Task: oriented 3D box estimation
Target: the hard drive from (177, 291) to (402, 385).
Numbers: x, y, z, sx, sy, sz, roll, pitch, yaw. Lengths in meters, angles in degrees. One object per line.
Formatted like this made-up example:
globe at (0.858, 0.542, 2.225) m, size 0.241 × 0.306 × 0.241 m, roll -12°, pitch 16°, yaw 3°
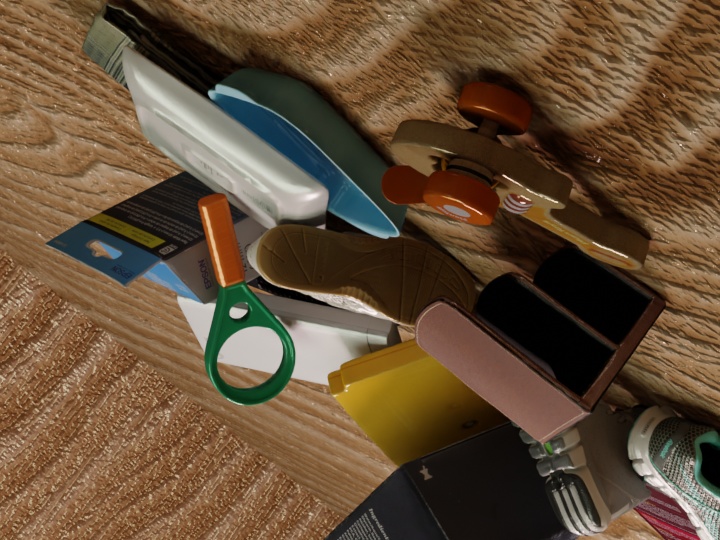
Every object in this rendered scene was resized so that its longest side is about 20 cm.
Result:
hard drive at (-0.057, 0.064, 1.789) m, size 0.200 × 0.027 × 0.132 m, roll 11°, pitch 154°, yaw 17°

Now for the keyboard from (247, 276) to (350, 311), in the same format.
keyboard at (-0.066, 0.022, 1.814) m, size 0.200 × 0.040 × 0.104 m, roll 20°, pitch 150°, yaw 51°

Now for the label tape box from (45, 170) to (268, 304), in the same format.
label tape box at (-0.158, -0.026, 1.759) m, size 0.143 × 0.200 × 0.066 m, roll 22°, pitch 135°, yaw 49°

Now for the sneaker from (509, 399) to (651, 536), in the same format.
sneaker at (0.192, 0.116, 1.674) m, size 0.075 × 0.115 × 0.200 m, roll -19°, pitch 90°, yaw 58°

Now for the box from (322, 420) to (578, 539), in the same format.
box at (0.089, 0.238, 1.788) m, size 0.117 × 0.197 × 0.200 m, roll 58°, pitch 139°, yaw 17°

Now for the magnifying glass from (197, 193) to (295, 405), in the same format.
magnifying glass at (-0.107, 0.027, 1.701) m, size 0.022 × 0.080 × 0.200 m, roll -130°, pitch 25°, yaw -59°

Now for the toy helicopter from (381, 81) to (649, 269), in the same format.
toy helicopter at (0.102, -0.046, 1.279) m, size 0.200 × 0.079 × 0.132 m, roll 27°, pitch 167°, yaw -29°

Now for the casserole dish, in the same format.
casserole dish at (-0.034, -0.096, 1.536) m, size 0.121 × 0.039 × 0.200 m, roll 21°, pitch 162°, yaw 50°

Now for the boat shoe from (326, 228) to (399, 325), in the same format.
boat shoe at (0.017, 0.023, 1.808) m, size 0.200 × 0.062 × 0.075 m, roll 28°, pitch 165°, yaw 29°

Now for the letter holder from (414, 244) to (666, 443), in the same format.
letter holder at (0.126, 0.040, 1.486) m, size 0.142 × 0.101 × 0.200 m, roll 36°, pitch 168°, yaw 4°

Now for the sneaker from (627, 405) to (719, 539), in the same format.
sneaker at (0.312, 0.189, 1.635) m, size 0.200 × 0.078 × 0.091 m, roll 37°, pitch 164°, yaw -20°

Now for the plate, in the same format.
plate at (-0.115, -0.093, 1.622) m, size 0.200 × 0.032 × 0.200 m, roll 35°, pitch 170°, yaw 4°

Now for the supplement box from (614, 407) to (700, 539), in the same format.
supplement box at (0.299, 0.209, 1.772) m, size 0.109 × 0.061 × 0.200 m, roll 21°, pitch 163°, yaw 48°

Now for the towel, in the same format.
towel at (-0.149, -0.153, 1.670) m, size 0.193 × 0.035 × 0.200 m, roll 40°, pitch 170°, yaw -9°

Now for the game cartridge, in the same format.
game cartridge at (0.082, 0.109, 1.777) m, size 0.200 × 0.176 × 0.032 m, roll 53°, pitch -159°, yaw -55°

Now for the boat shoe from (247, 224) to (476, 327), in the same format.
boat shoe at (0.000, 0.000, 1.661) m, size 0.200 × 0.071 × 0.069 m, roll 16°, pitch 177°, yaw -20°
